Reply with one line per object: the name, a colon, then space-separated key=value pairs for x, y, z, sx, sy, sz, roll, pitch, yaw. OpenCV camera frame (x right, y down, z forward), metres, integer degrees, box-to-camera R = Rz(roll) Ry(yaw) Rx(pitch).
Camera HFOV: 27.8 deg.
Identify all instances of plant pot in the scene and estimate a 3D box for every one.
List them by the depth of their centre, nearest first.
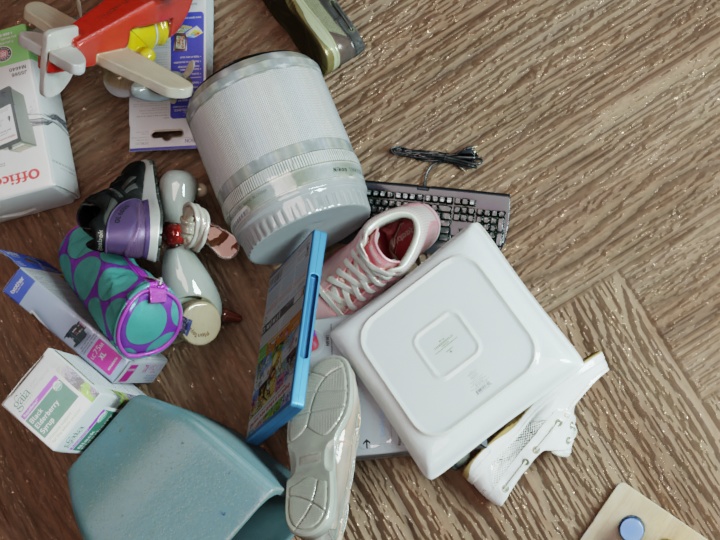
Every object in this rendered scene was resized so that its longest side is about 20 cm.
plant pot: x=-0.193 y=0.243 z=1.556 sx=0.200 sy=0.196 sz=0.196 roll=43 pitch=90 yaw=19

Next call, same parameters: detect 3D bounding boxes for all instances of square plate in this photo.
square plate: x=0.093 y=0.078 z=1.496 sx=0.200 sy=0.028 sz=0.198 roll=-38 pitch=66 yaw=5

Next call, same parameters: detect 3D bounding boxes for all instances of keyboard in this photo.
keyboard: x=0.070 y=-0.084 z=1.638 sx=0.199 sy=0.021 sz=0.128 roll=6 pitch=83 yaw=10

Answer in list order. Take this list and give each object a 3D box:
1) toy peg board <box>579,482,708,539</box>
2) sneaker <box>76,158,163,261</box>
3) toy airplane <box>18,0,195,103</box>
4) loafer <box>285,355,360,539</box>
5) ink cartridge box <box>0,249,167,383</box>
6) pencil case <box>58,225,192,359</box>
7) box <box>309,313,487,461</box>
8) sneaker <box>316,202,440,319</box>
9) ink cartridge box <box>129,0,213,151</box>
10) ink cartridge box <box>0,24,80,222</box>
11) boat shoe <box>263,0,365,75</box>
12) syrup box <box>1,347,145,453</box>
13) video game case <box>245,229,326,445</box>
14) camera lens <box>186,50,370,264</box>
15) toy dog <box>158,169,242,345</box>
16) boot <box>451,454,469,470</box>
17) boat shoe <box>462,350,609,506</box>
toy peg board: x=0.296 y=0.355 z=1.496 sx=0.199 sy=0.098 sz=0.200 roll=34 pitch=88 yaw=12
sneaker: x=-0.269 y=-0.075 z=1.605 sx=0.087 sy=0.200 sz=0.076 roll=3 pitch=112 yaw=-14
toy airplane: x=-0.282 y=-0.245 z=1.627 sx=0.198 sy=0.141 sz=0.200 roll=-6 pitch=47 yaw=-2
loafer: x=-0.035 y=0.187 z=1.493 sx=0.072 sy=0.063 sz=0.201 roll=-8 pitch=56 yaw=25
ink cartridge box: x=-0.318 y=0.053 z=1.633 sx=0.200 sy=0.119 sz=0.042 roll=40 pitch=95 yaw=12
pencil case: x=-0.263 y=0.017 z=1.598 sx=0.200 sy=0.085 sz=0.093 roll=40 pitch=106 yaw=50
box: x=0.030 y=0.120 z=1.543 sx=0.199 sy=0.041 sz=0.157 roll=-8 pitch=72 yaw=16
sneaker: x=0.000 y=0.000 z=1.588 sx=0.200 sy=0.105 sz=0.075 roll=-42 pitch=84 yaw=9
ink cartridge box: x=-0.221 y=-0.235 z=1.702 sx=0.094 sy=0.037 sz=0.201 roll=-2 pitch=79 yaw=10
ink cartridge box: x=-0.424 y=-0.166 z=1.701 sx=0.145 sy=0.084 sz=0.201 roll=-14 pitch=80 yaw=7
boat shoe: x=-0.062 y=-0.311 z=1.674 sx=0.066 sy=0.072 sz=0.201 roll=-20 pitch=64 yaw=-23
syrup box: x=-0.299 y=0.146 z=1.575 sx=0.081 sy=0.200 sz=0.079 roll=39 pitch=89 yaw=13
video game case: x=-0.079 y=0.073 z=1.557 sx=0.018 sy=0.143 sz=0.201 roll=16 pitch=63 yaw=-18
camera lens: x=-0.091 y=-0.127 z=1.595 sx=0.160 sy=0.160 sz=0.201 roll=-24 pitch=75 yaw=6
toy dog: x=-0.176 y=-0.006 z=1.627 sx=0.132 sy=0.096 sz=0.201 roll=39 pitch=125 yaw=49
boot: x=0.111 y=0.104 z=1.578 sx=0.130 sy=0.068 sz=0.201 roll=-24 pitch=76 yaw=8
boat shoe: x=0.201 y=0.171 z=1.557 sx=0.200 sy=0.071 sz=0.069 roll=-46 pitch=79 yaw=9
